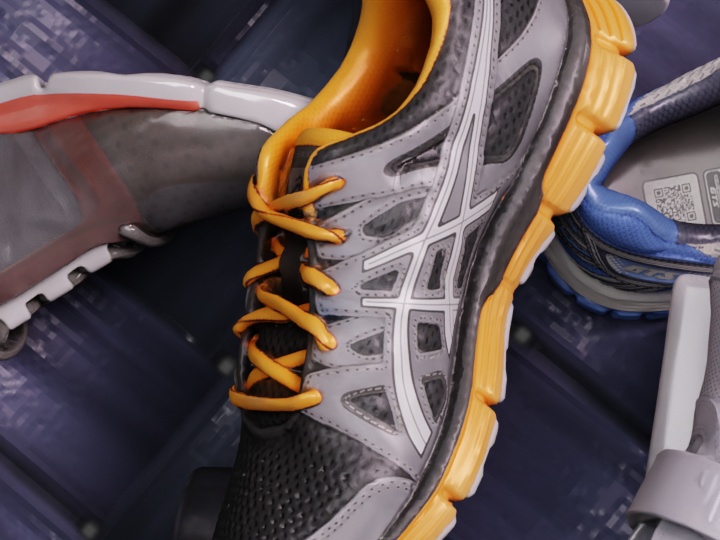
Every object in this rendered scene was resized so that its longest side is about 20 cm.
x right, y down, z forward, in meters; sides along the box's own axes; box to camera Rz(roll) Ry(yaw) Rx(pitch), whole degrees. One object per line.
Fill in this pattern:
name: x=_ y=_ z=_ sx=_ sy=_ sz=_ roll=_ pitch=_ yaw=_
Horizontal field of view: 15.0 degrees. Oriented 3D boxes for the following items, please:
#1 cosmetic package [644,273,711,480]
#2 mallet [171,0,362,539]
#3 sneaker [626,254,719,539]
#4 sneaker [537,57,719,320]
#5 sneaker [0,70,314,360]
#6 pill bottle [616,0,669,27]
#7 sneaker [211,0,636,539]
cosmetic package: x=0.118 y=0.110 z=0.736 sx=0.102 sy=0.074 sz=0.200 roll=10 pitch=77 yaw=8
mallet: x=-0.017 y=0.004 z=0.793 sx=0.066 sy=0.041 sz=0.200 roll=0 pitch=73 yaw=8
sneaker: x=0.071 y=0.081 z=0.663 sx=0.115 sy=0.075 sz=0.200 roll=1 pitch=80 yaw=-7
sneaker: x=0.146 y=-0.036 z=0.758 sx=0.200 sy=0.085 sz=0.077 roll=-19 pitch=76 yaw=0
sneaker: x=-0.094 y=-0.012 z=0.788 sx=0.200 sy=0.077 sz=0.082 roll=-5 pitch=87 yaw=16
pill bottle: x=0.060 y=-0.176 z=0.783 sx=0.112 sy=0.112 sz=0.200 roll=8 pitch=78 yaw=7
sneaker: x=0.000 y=0.000 z=0.717 sx=0.077 sy=0.078 sz=0.200 roll=32 pitch=72 yaw=-31
